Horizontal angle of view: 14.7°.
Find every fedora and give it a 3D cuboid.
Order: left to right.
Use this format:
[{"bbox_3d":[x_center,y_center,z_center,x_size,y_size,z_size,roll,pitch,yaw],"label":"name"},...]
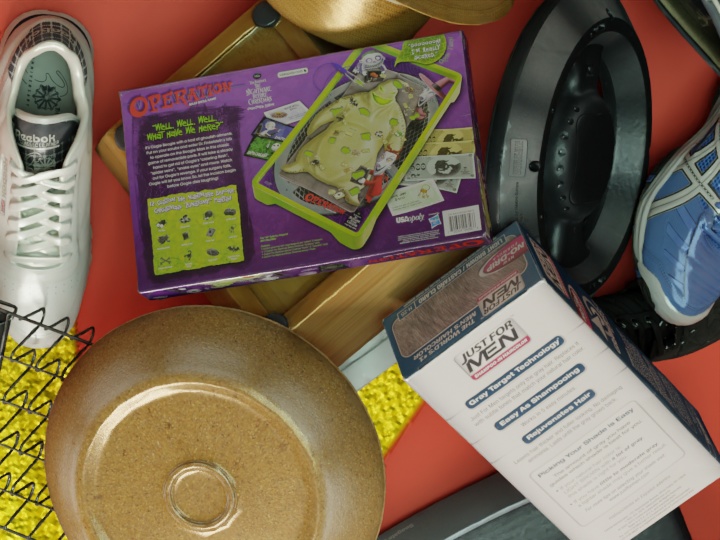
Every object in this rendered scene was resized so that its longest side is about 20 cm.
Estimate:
[{"bbox_3d":[-0.008,-0.185,1.589,0.200,0.201,0.082,26,119,-14],"label":"fedora"}]

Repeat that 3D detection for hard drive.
[{"bbox_3d":[0.113,0.190,1.741,0.199,0.042,0.136,-24,104,-4],"label":"hard drive"}]

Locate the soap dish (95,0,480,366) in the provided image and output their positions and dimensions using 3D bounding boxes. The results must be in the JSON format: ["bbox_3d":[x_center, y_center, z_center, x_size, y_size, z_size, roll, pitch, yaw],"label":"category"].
[{"bbox_3d":[-0.043,-0.051,1.605,0.157,0.081,0.200,-39,73,2],"label":"soap dish"}]

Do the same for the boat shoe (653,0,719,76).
[{"bbox_3d":[0.172,-0.191,1.630,0.062,0.075,0.200,-36,79,-22],"label":"boat shoe"}]

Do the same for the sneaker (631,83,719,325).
[{"bbox_3d":[0.229,-0.059,1.671,0.075,0.077,0.201,31,78,-21],"label":"sneaker"}]

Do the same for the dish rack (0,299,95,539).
[{"bbox_3d":[-0.169,0.095,1.626,0.199,0.055,0.154,19,111,12],"label":"dish rack"}]

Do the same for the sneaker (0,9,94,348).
[{"bbox_3d":[-0.189,-0.049,1.624,0.076,0.081,0.201,-1,104,-12],"label":"sneaker"}]

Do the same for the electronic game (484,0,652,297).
[{"bbox_3d":[0.121,-0.068,1.630,0.041,0.200,0.201,9,102,27],"label":"electronic game"}]

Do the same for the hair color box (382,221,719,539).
[{"bbox_3d":[0.112,0.072,1.592,0.100,0.061,0.200,-36,127,12],"label":"hair color box"}]

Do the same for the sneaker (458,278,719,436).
[{"bbox_3d":[0.144,0.050,1.684,0.198,0.104,0.060,-5,116,-7],"label":"sneaker"}]

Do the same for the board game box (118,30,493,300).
[{"bbox_3d":[-0.031,-0.057,1.548,0.199,0.032,0.121,-9,79,11],"label":"board game box"}]

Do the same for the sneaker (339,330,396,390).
[{"bbox_3d":[0.000,0.000,1.679,0.200,0.074,0.116,-41,91,3],"label":"sneaker"}]

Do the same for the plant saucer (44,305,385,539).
[{"bbox_3d":[-0.086,0.120,1.563,0.199,0.035,0.202,3,109,10],"label":"plant saucer"}]
